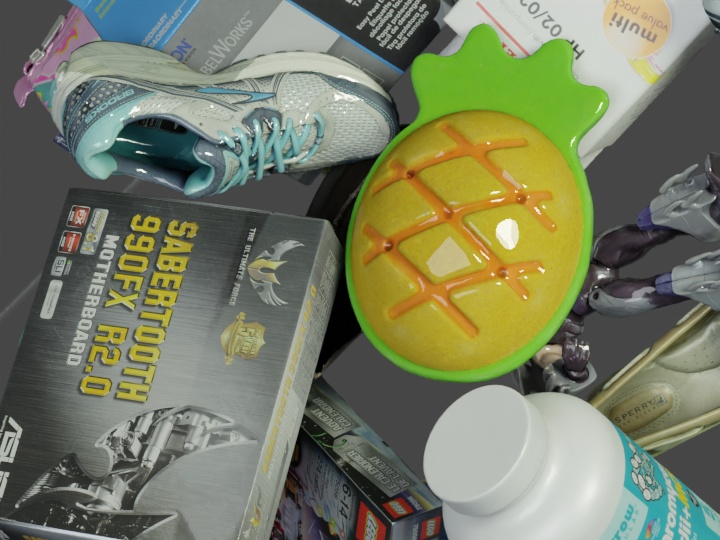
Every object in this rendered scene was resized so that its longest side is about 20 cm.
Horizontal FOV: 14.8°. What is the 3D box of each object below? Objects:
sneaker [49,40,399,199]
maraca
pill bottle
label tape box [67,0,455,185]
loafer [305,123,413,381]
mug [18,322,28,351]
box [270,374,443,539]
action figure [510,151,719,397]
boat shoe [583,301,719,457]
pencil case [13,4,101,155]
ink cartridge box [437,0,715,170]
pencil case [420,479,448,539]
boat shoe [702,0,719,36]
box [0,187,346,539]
[{"bbox_3d":[-0.073,-0.071,1.551,0.198,0.087,0.078,1,127,-13],"label":"sneaker"},{"bbox_3d":[0.065,-0.037,1.516,0.136,0.107,0.201,13,79,13],"label":"maraca"},{"bbox_3d":[0.119,0.140,1.518,0.110,0.200,0.111,-24,47,29],"label":"pill bottle"},{"bbox_3d":[-0.068,-0.157,1.585,0.199,0.063,0.144,30,113,-29],"label":"label tape box"},{"bbox_3d":[0.000,0.000,1.586,0.071,0.201,0.073,6,144,48],"label":"loafer"},{"bbox_3d":[-0.110,0.050,1.657,0.151,0.115,0.186,17,142,19],"label":"mug"},{"bbox_3d":[-0.012,0.180,1.609,0.137,0.040,0.201,43,138,43],"label":"box"},{"bbox_3d":[0.136,0.003,1.554,0.199,0.069,0.131,-22,68,34],"label":"action figure"},{"bbox_3d":[0.205,0.049,1.559,0.200,0.063,0.074,-30,85,23],"label":"boat shoe"},{"bbox_3d":[-0.125,-0.166,1.658,0.087,0.087,0.200,41,109,13],"label":"pencil case"},{"bbox_3d":[0.131,-0.146,1.560,0.115,0.068,0.200,45,111,7],"label":"ink cartridge box"},{"bbox_3d":[0.059,0.221,1.630,0.088,0.088,0.201,-19,87,23],"label":"pencil case"},{"bbox_3d":[0.267,-0.088,1.486,0.199,0.071,0.091,18,107,-5],"label":"boat shoe"},{"bbox_3d":[-0.109,0.061,1.504,0.157,0.048,0.201,8,67,19],"label":"box"}]
